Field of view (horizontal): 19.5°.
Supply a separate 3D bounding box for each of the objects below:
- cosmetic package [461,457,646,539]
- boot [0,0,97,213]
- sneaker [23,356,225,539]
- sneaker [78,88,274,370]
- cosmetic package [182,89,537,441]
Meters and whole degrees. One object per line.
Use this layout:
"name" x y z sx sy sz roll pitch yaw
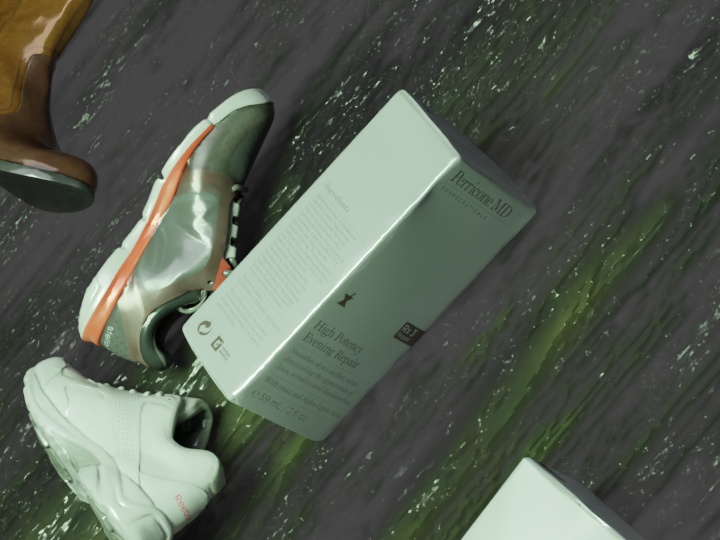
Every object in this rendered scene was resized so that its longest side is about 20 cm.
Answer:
"cosmetic package" 0.082 0.215 1.130 0.200 0.081 0.113 -51 52 5
"boot" -0.218 -0.148 1.508 0.188 0.068 0.200 17 74 45
"sneaker" -0.145 0.108 1.343 0.099 0.078 0.200 -32 41 -14
"sneaker" -0.100 -0.022 1.371 0.082 0.077 0.200 33 92 11
"cosmetic package" 0.000 0.000 1.261 0.200 0.102 0.074 -47 53 11
